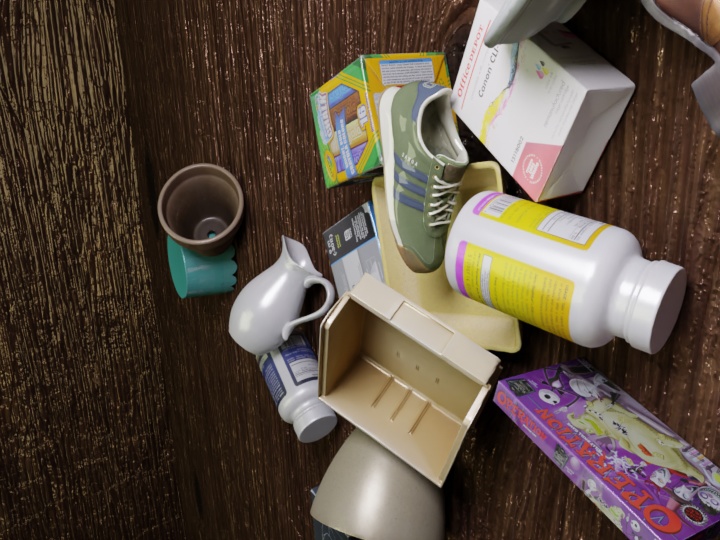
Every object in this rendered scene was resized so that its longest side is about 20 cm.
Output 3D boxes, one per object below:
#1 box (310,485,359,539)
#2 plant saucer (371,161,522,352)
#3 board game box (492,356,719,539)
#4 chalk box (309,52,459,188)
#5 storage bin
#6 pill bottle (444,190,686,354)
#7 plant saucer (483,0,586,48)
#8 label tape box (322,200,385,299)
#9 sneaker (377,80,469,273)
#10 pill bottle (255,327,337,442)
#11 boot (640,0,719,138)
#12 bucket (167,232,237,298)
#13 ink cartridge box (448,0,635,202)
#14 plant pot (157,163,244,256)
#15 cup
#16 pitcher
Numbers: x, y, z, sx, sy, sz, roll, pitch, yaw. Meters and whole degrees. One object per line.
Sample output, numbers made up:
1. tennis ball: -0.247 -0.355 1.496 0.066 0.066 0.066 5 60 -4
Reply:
1. box: -0.007 0.490 1.187 0.148 0.104 0.207 28 125 57
2. plant saucer: 0.107 -0.018 0.790 0.197 0.048 0.207 1 103 49
3. board game box: 0.222 0.154 0.592 0.200 0.117 0.033 45 139 47
4. chalk box: 0.018 -0.182 0.859 0.198 0.122 0.128 -5 96 62
5. storage bin: 0.053 0.132 0.816 0.197 0.094 0.201 32 148 17
6. pill bottle: 0.179 0.002 0.607 0.197 0.103 0.107 24 123 39
7. plant saucer: 0.170 -0.252 0.521 0.050 0.202 0.201 33 147 -4
8. label tape box: 0.000 0.000 1.000 0.198 0.065 0.148 -28 75 52
9. sneaker: 0.075 -0.097 0.712 0.088 0.066 0.207 0 104 48
10. pill bottle: -0.120 0.220 1.299 0.202 0.108 0.113 59 147 34
11. boot: 0.274 -0.209 0.411 0.200 0.067 0.194 -45 50 53
12. bucket: -0.415 -0.031 1.756 0.206 0.131 0.214 30 126 54
13. ink cartridge box: 0.154 -0.179 0.652 0.202 0.066 0.118 58 147 36
14. plant pot: -0.362 -0.117 1.593 0.176 0.195 0.205 98 151 -66
15. cup: 0.038 0.296 0.968 0.199 0.196 0.148 -9 65 63
16. pitcher: -0.142 0.066 1.234 0.202 0.120 0.172 -53 53 10
